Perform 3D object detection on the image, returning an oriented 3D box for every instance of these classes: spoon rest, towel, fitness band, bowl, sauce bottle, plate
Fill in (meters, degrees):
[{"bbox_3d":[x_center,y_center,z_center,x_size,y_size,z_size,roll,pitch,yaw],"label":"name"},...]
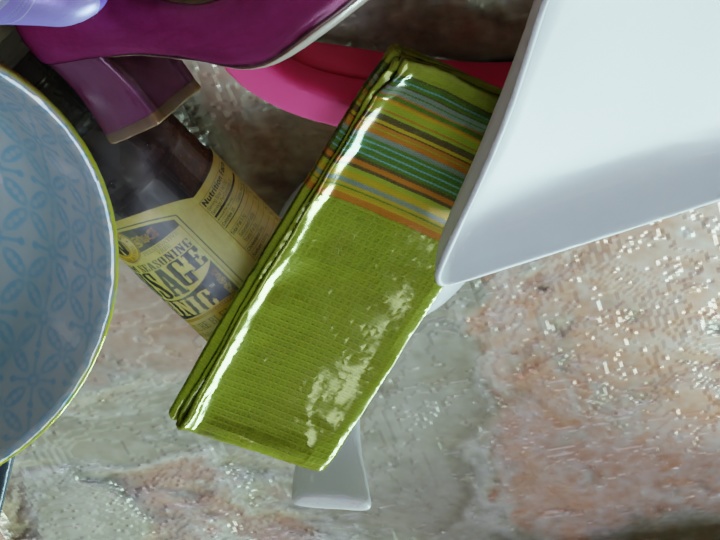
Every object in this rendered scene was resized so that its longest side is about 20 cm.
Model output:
[{"bbox_3d":[0.000,0.023,1.313,0.099,0.061,0.200,6,127,-11],"label":"spoon rest"},{"bbox_3d":[0.000,0.000,1.184,0.086,0.018,0.200,21,113,-27],"label":"towel"},{"bbox_3d":[0.033,-0.113,1.143,0.200,0.037,0.144,5,143,-13],"label":"fitness band"},{"bbox_3d":[-0.207,-0.015,1.140,0.200,0.108,0.200,-5,111,-14],"label":"bowl"},{"bbox_3d":[-0.086,-0.029,1.206,0.066,0.066,0.200,-31,117,32],"label":"sauce bottle"},{"bbox_3d":[0.129,-0.088,1.134,0.199,0.032,0.200,-18,148,-29],"label":"plate"}]

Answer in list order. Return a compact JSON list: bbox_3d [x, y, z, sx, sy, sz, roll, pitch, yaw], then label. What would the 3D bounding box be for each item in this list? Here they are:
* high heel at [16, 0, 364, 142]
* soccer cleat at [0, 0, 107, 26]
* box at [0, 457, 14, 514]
[{"bbox_3d":[-0.060,-0.122,1.050,0.200,0.067,0.096,-26,104,36],"label":"high heel"},{"bbox_3d":[-0.188,-0.121,1.060,0.200,0.067,0.077,18,118,13],"label":"soccer cleat"},{"bbox_3d":[-0.255,0.039,1.269,0.200,0.107,0.148,8,140,-11],"label":"box"}]
